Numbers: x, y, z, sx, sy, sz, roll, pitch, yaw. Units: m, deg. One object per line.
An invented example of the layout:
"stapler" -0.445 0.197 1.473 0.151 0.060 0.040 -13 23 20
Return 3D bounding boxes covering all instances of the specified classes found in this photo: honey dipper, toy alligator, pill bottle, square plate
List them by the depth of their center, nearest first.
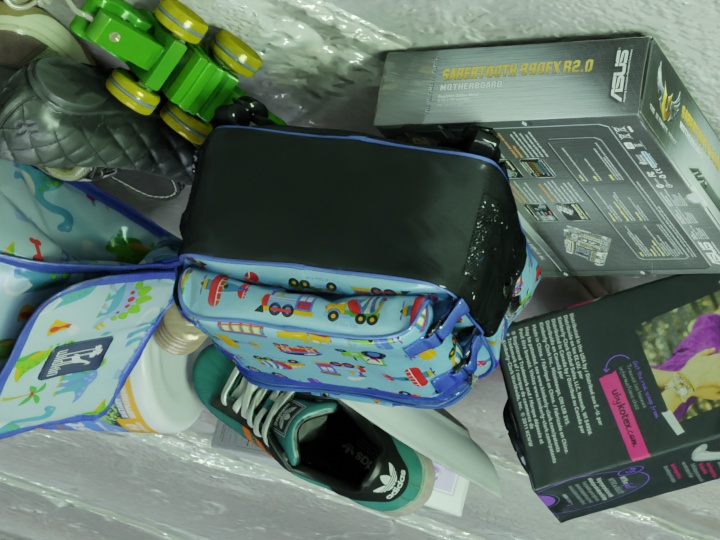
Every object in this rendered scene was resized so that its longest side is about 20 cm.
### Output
"toy alligator" -0.120 -0.125 1.237 0.199 0.059 0.054 29 -167 -38
"honey dipper" -0.100 0.016 1.459 0.038 0.038 0.200 15 163 -10
"square plate" -0.009 0.065 1.540 0.200 0.029 0.198 34 -178 -37
"pill bottle" -0.214 0.059 1.628 0.199 0.113 0.112 -1 155 24

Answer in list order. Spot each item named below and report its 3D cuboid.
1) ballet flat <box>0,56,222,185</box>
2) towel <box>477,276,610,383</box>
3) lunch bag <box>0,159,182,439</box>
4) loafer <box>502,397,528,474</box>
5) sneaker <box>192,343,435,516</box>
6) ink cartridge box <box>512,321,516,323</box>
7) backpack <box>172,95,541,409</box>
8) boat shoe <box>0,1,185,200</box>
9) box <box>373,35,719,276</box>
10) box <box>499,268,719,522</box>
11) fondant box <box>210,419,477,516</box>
"ballet flat" -0.130 -0.078 1.291 0.057 0.067 0.199 -41 148 27
"towel" 0.082 0.028 1.526 0.199 0.032 0.191 -3 155 30
"lunch bag" -0.228 0.017 1.469 0.199 0.128 0.170 17 135 -18
"loafer" 0.159 0.106 1.594 0.072 0.073 0.200 -24 170 23
"sneaker" -0.042 0.097 1.538 0.199 0.072 0.080 27 177 28
"ink cartridge box" 0.000 0.000 1.429 0.199 0.042 0.119 28 151 -4
"backpack" 0.005 0.006 1.262 0.181 0.135 0.200 8 161 18
"boat shoe" -0.168 -0.083 1.333 0.071 0.066 0.201 -2 154 28
"box" 0.121 -0.059 1.282 0.157 0.049 0.200 0 155 29
"box" 0.194 0.069 1.378 0.199 0.107 0.122 -16 162 9
"fondant box" -0.015 0.132 1.714 0.143 0.059 0.200 19 174 -18
